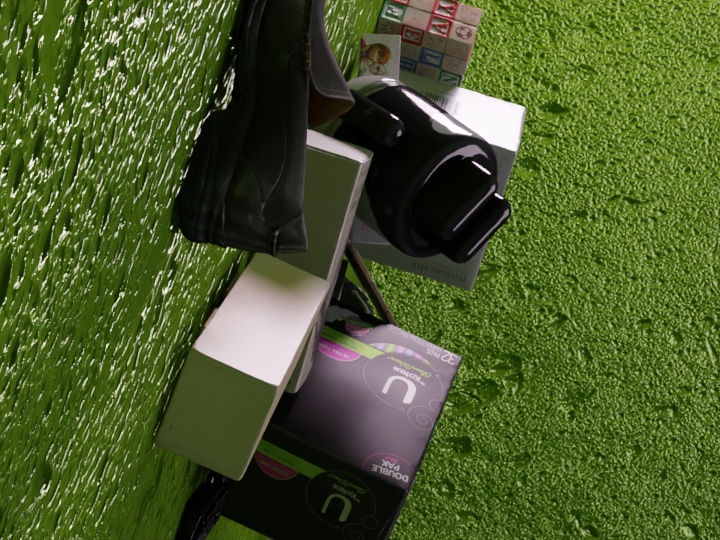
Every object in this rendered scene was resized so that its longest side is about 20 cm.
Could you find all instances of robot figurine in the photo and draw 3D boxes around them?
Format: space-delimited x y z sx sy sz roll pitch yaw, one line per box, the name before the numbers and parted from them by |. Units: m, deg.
robot figurine | 0.038 -0.089 1.206 0.124 0.200 0.151 -19 134 -36

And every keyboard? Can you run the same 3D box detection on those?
keyboard | -0.131 0.222 1.257 0.200 0.039 0.105 -58 165 -84

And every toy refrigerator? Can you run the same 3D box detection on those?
toy refrigerator | -0.081 0.060 0.965 0.200 0.070 0.076 -65 178 -69

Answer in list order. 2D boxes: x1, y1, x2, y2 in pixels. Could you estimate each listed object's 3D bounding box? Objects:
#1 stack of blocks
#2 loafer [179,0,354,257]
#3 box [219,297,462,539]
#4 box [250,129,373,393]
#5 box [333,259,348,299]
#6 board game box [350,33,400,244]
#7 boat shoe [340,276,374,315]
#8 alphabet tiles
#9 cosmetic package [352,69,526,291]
stack of blocks | 0.073 -0.253 1.686 0.200 0.114 0.059 104 5 -60
loafer | -0.037 -0.102 0.762 0.073 0.072 0.201 84 23 -81
box | -0.014 0.146 1.227 0.200 0.148 0.125 -60 172 -54
box | -0.051 -0.009 1.122 0.082 0.068 0.201 -60 167 -75
box | -0.067 0.082 1.466 0.200 0.060 0.117 103 4 -53
board game box | 0.014 -0.132 1.394 0.200 0.041 0.202 -98 -169 -86
boat shoe | -0.013 0.056 1.566 0.076 0.060 0.201 102 -26 -49
alphabet tiles | 0.000 0.000 1.362 0.167 0.006 0.200 62 -2 -17
cosmetic package | 0.071 -0.110 1.621 0.123 0.198 0.201 -70 176 -55
